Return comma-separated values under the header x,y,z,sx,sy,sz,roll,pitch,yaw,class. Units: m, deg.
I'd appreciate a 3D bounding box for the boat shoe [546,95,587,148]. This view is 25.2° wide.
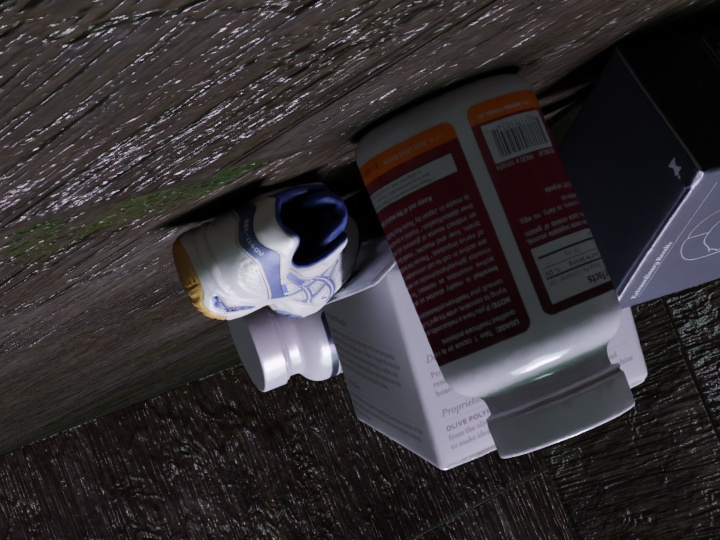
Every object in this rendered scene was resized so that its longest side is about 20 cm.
x,y,z,sx,sy,sz,roll,pitch,yaw,class
0.188,-0.112,1.165,0.199,0.073,0.062,-32,156,18,boat shoe

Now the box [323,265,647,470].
x,y,z,sx,sy,sz,roll,pitch,yaw,class
0.090,0.030,1.322,0.198,0.173,0.199,-22,-166,-17,box

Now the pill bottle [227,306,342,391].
x,y,z,sx,sy,sz,roll,pitch,yaw,class
-0.018,0.033,1.496,0.198,0.117,0.116,-21,176,-16,pill bottle

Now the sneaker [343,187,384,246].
x,y,z,sx,sy,sz,roll,pitch,yaw,class
0.084,-0.038,1.171,0.198,0.076,0.106,13,170,-22,sneaker

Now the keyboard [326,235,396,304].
x,y,z,sx,sy,sz,roll,pitch,yaw,class
0.000,0.000,1.114,0.056,0.011,0.200,-52,-172,-15,keyboard

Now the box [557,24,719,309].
x,y,z,sx,sy,sz,roll,pitch,yaw,class
0.241,-0.077,1.072,0.198,0.108,0.149,-15,151,-29,box

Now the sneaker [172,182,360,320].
x,y,z,sx,sy,sz,roll,pitch,yaw,class
-0.033,-0.016,1.025,0.088,0.076,0.200,-29,177,25,sneaker

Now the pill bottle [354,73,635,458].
x,y,z,sx,sy,sz,roll,pitch,yaw,class
0.081,-0.001,0.930,0.112,0.202,0.113,-21,176,-1,pill bottle
